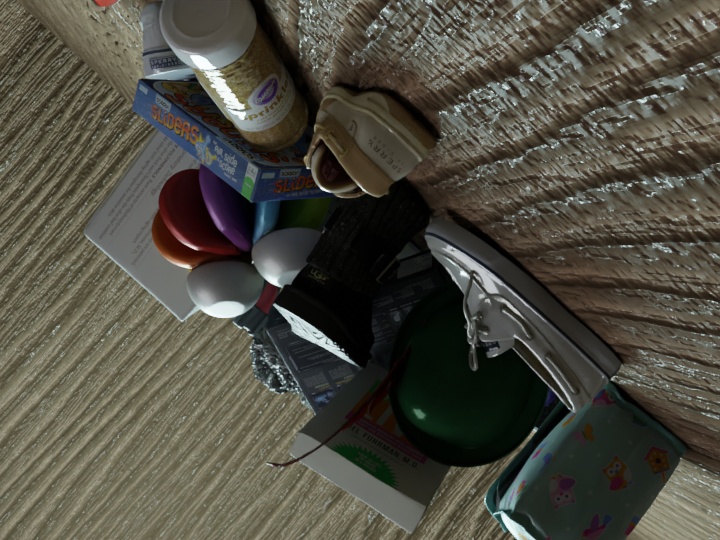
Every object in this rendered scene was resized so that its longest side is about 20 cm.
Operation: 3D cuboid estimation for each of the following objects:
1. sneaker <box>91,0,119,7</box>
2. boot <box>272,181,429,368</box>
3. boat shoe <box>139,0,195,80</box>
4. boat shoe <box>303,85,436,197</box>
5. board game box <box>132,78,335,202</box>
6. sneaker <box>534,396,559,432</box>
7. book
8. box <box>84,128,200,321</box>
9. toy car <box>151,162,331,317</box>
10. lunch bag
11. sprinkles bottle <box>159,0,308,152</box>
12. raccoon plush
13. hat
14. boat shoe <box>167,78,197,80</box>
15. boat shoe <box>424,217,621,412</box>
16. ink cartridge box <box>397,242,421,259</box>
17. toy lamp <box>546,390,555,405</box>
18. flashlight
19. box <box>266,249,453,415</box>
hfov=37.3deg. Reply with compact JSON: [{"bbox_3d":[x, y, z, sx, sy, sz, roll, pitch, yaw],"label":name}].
[{"bbox_3d":[-0.201,-0.263,0.811,0.108,0.067,0.201,45,171,-26],"label":"sneaker"},{"bbox_3d":[0.002,0.001,1.008,0.079,0.159,0.211,28,170,13],"label":"boot"},{"bbox_3d":[-0.148,-0.205,0.944,0.200,0.073,0.066,-95,-5,-81],"label":"boat shoe"},{"bbox_3d":[-0.009,-0.090,0.795,0.074,0.069,0.200,42,175,-13],"label":"boat shoe"},{"bbox_3d":[-0.108,-0.128,1.023,0.135,0.035,0.200,-9,-144,-45],"label":"board game box"},{"bbox_3d":[0.206,0.157,1.304,0.200,0.072,0.083,42,177,-2],"label":"sneaker"},{"bbox_3d":[0.026,0.165,1.037,0.133,0.048,0.200,30,-159,9],"label":"book"},{"bbox_3d":[-0.198,-0.080,1.357,0.171,0.200,0.199,40,-164,2],"label":"box"},{"bbox_3d":[-0.131,-0.063,1.116,0.150,0.199,0.176,34,-140,-50],"label":"toy car"},{"bbox_3d":[0.218,0.212,1.082,0.122,0.171,0.200,39,172,5],"label":"lunch bag"},{"bbox_3d":[-0.096,-0.161,0.859,0.068,0.068,0.200,40,176,18],"label":"sprinkles bottle"},{"bbox_3d":[-0.087,0.102,1.305,0.200,0.097,0.134,41,168,-31],"label":"raccoon plush"},{"bbox_3d":[0.055,0.091,0.921,0.165,0.202,0.176,10,175,32],"label":"hat"},{"bbox_3d":[-0.136,-0.166,1.178,0.200,0.072,0.068,54,170,-36],"label":"boat shoe"},{"bbox_3d":[0.118,0.047,0.904,0.202,0.086,0.075,41,175,-2],"label":"boat shoe"},{"bbox_3d":[-0.001,0.022,1.296,0.086,0.147,0.200,39,176,-10],"label":"ink cartridge box"},{"bbox_3d":[0.166,0.094,1.155,0.058,0.058,0.200,38,176,37],"label":"toy lamp"},{"bbox_3d":[-0.082,-0.022,1.211,0.068,0.200,0.068,36,175,42],"label":"flashlight"},{"bbox_3d":[0.020,0.079,1.152,0.051,0.199,0.158,-85,-28,-57],"label":"box"}]
